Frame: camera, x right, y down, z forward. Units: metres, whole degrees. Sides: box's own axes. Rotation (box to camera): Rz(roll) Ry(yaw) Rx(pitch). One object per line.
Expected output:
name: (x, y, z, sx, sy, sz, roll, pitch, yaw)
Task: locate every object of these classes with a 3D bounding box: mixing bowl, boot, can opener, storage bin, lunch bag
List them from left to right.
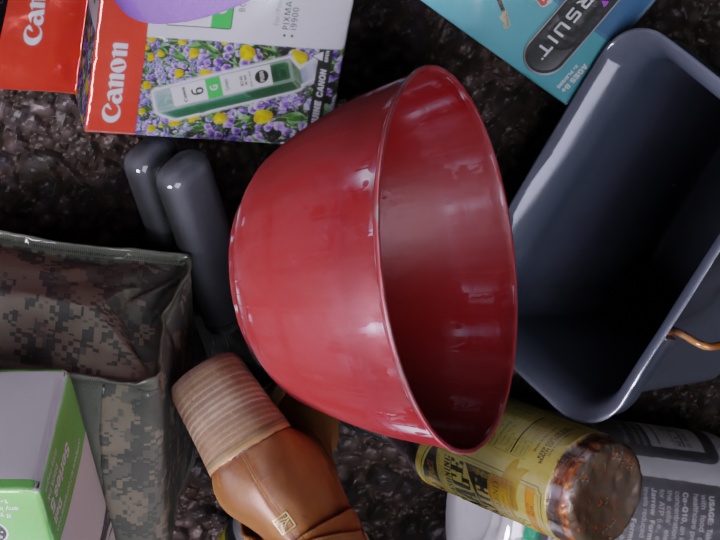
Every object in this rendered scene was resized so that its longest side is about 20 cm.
lunch bag: (-0.194, 0.068, 1.285, 0.199, 0.118, 0.164, 8, 133, 4)
can opener: (-0.073, 0.001, 1.322, 0.067, 0.053, 0.200, -41, 137, -27)
boot: (-0.024, 0.128, 1.274, 0.077, 0.156, 0.200, -32, 164, 0)
mixing bowl: (0.000, 0.000, 1.237, 0.108, 0.200, 0.201, -7, 124, 23)
storage bin: (0.182, -0.017, 1.316, 0.134, 0.146, 0.200, 2, 124, -50)

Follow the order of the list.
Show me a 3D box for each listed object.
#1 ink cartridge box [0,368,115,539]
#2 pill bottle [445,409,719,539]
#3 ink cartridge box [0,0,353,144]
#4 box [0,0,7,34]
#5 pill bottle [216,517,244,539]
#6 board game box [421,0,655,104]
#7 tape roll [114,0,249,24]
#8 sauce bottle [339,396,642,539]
ink cartridge box: (-0.207, 0.146, 1.221, 0.145, 0.084, 0.200, -1, 135, 8)
pill bottle: (0.161, 0.147, 1.425, 0.199, 0.113, 0.113, 9, 116, -16)
ink cartridge box: (-0.108, -0.128, 1.248, 0.199, 0.050, 0.109, 3, 119, -15)
box: (-0.256, -0.106, 1.133, 0.132, 0.200, 0.115, -20, 121, 11)
pill bottle: (-0.073, 0.241, 1.426, 0.112, 0.112, 0.200, 25, 111, -24)
board game box: (0.080, -0.203, 1.251, 0.200, 0.047, 0.151, 32, 108, -26)
tape roll: (-0.052, -0.207, 1.130, 0.200, 0.200, 0.066, -32, 120, 6)
sauce bottle: (0.066, 0.098, 1.332, 0.066, 0.200, 0.066, -13, 111, -39)
